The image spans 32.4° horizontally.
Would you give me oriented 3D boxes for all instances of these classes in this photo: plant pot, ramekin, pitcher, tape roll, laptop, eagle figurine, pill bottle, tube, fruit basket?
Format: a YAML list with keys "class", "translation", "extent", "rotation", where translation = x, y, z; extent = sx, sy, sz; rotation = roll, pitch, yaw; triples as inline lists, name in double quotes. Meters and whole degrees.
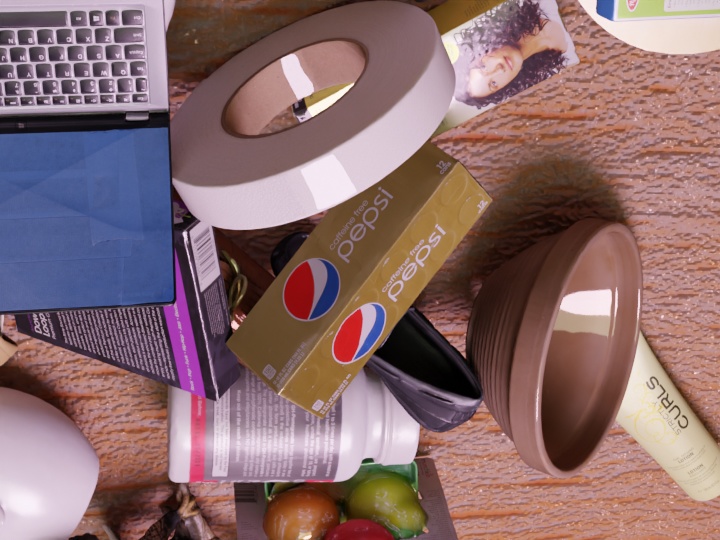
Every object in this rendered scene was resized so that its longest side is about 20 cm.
- class: "plant pot"
  translation: [0.145, 0.054, 0.980]
  extent: [0.092, 0.201, 0.203]
  rotation: [13, 131, 30]
- class: "ramekin"
  translation: [-0.205, -0.198, 0.778]
  extent: [0.198, 0.098, 0.202]
  rotation: [-5, 124, -7]
- class: "pitcher"
  translation: [-0.305, 0.152, 0.947]
  extent: [0.199, 0.172, 0.122]
  rotation: [29, 106, -24]
- class: "tape roll"
  translation: [-0.036, -0.105, 0.807]
  extent: [0.201, 0.204, 0.037]
  rotation: [-24, 125, 7]
- class: "laptop"
  translation: [-0.204, -0.090, 0.720]
  extent: [0.185, 0.116, 0.202]
  rotation: [-3, 123, -8]
- class: "eagle figurine"
  translation: [-0.178, 0.263, 1.018]
  extent: [0.150, 0.200, 0.152]
  rotation: [23, 128, 11]
- class: "pill bottle"
  translation: [-0.056, 0.115, 1.001]
  extent: [0.197, 0.111, 0.112]
  rotation: [1, 123, -10]
- class: "tube"
  translation: [0.262, 0.130, 1.105]
  extent: [0.200, 0.052, 0.058]
  rotation: [47, 65, -26]
- class: "fruit basket"
  translation: [-0.011, 0.226, 1.028]
  extent: [0.183, 0.201, 0.095]
  rotation: [-6, 123, -7]

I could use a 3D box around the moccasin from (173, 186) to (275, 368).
- class: "moccasin"
  translation: [-0.112, 0.009, 0.913]
  extent: [0.073, 0.078, 0.202]
  rotation: [-33, 106, 17]

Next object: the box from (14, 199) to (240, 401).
- class: "box"
  translation: [-0.182, 0.003, 0.885]
  extent: [0.198, 0.036, 0.144]
  rotation: [14, 129, 27]

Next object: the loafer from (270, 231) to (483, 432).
- class: "loafer"
  translation: [0.016, 0.040, 0.952]
  extent: [0.200, 0.068, 0.070]
  rotation: [44, 147, 0]

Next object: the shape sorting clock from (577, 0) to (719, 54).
- class: "shape sorting clock"
  translation: [0.233, -0.246, 0.855]
  extent: [0.197, 0.039, 0.202]
  rotation: [-2, 122, -3]

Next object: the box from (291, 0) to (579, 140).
- class: "box"
  translation: [0.051, -0.141, 0.888]
  extent: [0.198, 0.050, 0.076]
  rotation: [-28, 124, 10]

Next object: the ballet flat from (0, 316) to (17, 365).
- class: "ballet flat"
  translation: [-0.307, -0.010, 0.912]
  extent: [0.063, 0.068, 0.202]
  rotation: [-27, 124, -24]

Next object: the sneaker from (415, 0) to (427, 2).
- class: "sneaker"
  translation: [0.031, -0.276, 0.795]
  extent: [0.094, 0.080, 0.202]
  rotation: [9, 119, 6]

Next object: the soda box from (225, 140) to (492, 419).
- class: "soda box"
  translation: [0.000, 0.000, 0.867]
  extent: [0.201, 0.064, 0.068]
  rotation: [-53, 146, 0]
